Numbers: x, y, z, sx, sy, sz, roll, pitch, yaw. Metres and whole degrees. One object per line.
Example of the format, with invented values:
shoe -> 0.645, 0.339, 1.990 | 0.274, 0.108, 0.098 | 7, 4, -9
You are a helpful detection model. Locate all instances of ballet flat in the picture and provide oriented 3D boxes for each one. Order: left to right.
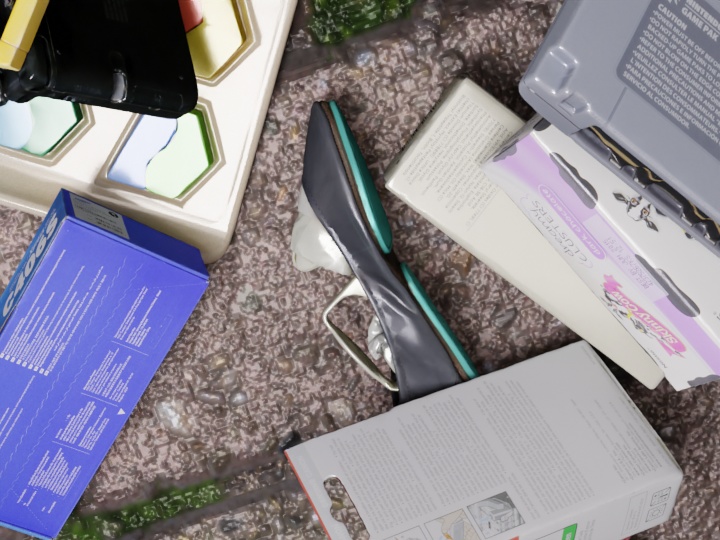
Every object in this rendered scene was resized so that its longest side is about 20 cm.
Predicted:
ballet flat -> 0.000, 0.000, 0.831 | 0.073, 0.073, 0.201 | -27, 100, 5

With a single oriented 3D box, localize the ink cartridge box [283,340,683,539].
ink cartridge box -> 0.068, 0.121, 0.797 | 0.199, 0.109, 0.050 | -18, 139, -17

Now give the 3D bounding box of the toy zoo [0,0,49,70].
toy zoo -> -0.197, -0.184, 0.668 | 0.131, 0.020, 0.201 | 22, 92, 1

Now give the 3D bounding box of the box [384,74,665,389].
box -> 0.114, -0.025, 0.824 | 0.200, 0.068, 0.082 | 38, 97, -6

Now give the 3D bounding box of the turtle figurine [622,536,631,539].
turtle figurine -> 0.182, 0.194, 0.815 | 0.194, 0.200, 0.144 | 40, 83, 3

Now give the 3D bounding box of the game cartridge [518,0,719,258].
game cartridge -> 0.183, -0.086, 0.700 | 0.200, 0.040, 0.134 | 36, 74, -17

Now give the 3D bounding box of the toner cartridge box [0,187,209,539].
toner cartridge box -> -0.179, 0.059, 0.828 | 0.095, 0.043, 0.200 | 26, 107, -25

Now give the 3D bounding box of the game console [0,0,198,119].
game console -> -0.202, -0.163, 0.758 | 0.116, 0.176, 0.201 | -26, 71, 36

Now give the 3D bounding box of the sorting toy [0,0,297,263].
sorting toy -> -0.144, -0.121, 0.827 | 0.184, 0.036, 0.201 | 17, 99, -2

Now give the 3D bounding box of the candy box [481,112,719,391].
candy box -> 0.195, -0.064, 0.769 | 0.168, 0.072, 0.200 | 48, 69, -4
